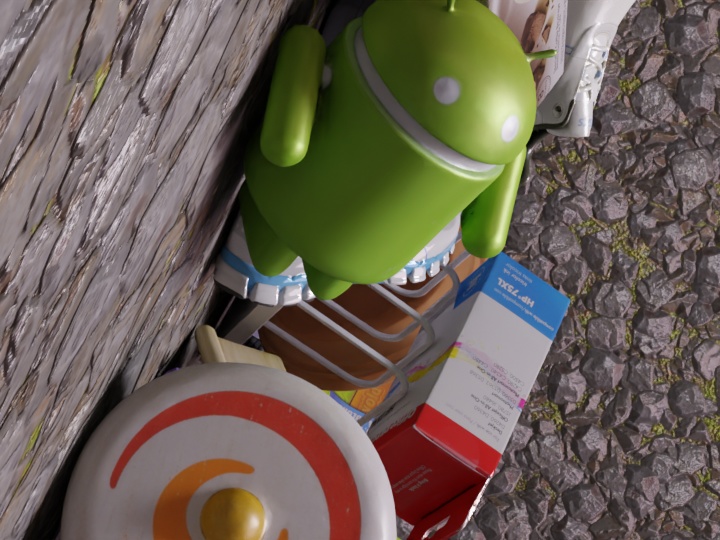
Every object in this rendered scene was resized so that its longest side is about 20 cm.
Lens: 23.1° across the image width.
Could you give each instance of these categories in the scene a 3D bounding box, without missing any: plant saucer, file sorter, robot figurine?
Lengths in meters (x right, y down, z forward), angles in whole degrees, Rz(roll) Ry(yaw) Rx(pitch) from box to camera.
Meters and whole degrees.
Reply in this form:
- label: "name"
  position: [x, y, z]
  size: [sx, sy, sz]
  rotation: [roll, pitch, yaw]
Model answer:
- label: "plant saucer"
  position: [0.006, 0.009, 1.412]
  size: [0.201, 0.199, 0.038]
  rotation: [-62, 141, -33]
- label: "file sorter"
  position: [0.000, 0.000, 1.274]
  size: [0.139, 0.124, 0.201]
  rotation: [-42, -164, 55]
- label: "robot figurine"
  position: [0.015, -0.073, 0.972]
  size: [0.200, 0.175, 0.116]
  rotation: [-44, -141, 29]

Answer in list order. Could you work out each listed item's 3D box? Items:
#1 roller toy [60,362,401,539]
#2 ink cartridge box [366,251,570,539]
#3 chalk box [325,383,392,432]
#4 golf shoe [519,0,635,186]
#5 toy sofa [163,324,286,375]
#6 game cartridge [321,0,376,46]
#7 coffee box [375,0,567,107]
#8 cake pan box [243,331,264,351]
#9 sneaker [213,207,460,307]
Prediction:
- label: "roller toy"
  position: [-0.076, 0.151, 0.965]
  size: [0.199, 0.183, 0.140]
  rotation: [-25, 165, -16]
- label: "ink cartridge box"
  position: [0.060, 0.098, 1.220]
  size: [0.116, 0.067, 0.201]
  rotation: [-45, -166, 55]
- label: "chalk box"
  position: [-0.037, 0.170, 1.458]
  size: [0.200, 0.124, 0.124]
  rotation: [-62, 177, -51]
- label: "golf shoe"
  position: [0.141, -0.137, 1.162]
  size: [0.078, 0.098, 0.200]
  rotation: [-3, 145, -48]
- label: "toy sofa"
  position: [-0.125, 0.141, 1.167]
  size: [0.201, 0.097, 0.083]
  rotation: [-65, -158, 18]
- label: "game cartridge"
  position: [-0.001, -0.143, 1.151]
  size: [0.200, 0.040, 0.134]
  rotation: [112, 2, -58]
- label: "coffee box"
  position: [0.067, -0.171, 1.042]
  size: [0.113, 0.079, 0.201]
  rotation: [-52, 154, -35]
- label: "cake pan box"
  position: [-0.121, 0.148, 1.463]
  size: [0.185, 0.052, 0.201]
  rotation: [-63, 178, -56]
- label: "sneaker"
  position: [-0.003, -0.038, 1.129]
  size: [0.199, 0.075, 0.087]
  rotation: [-15, 127, -44]
